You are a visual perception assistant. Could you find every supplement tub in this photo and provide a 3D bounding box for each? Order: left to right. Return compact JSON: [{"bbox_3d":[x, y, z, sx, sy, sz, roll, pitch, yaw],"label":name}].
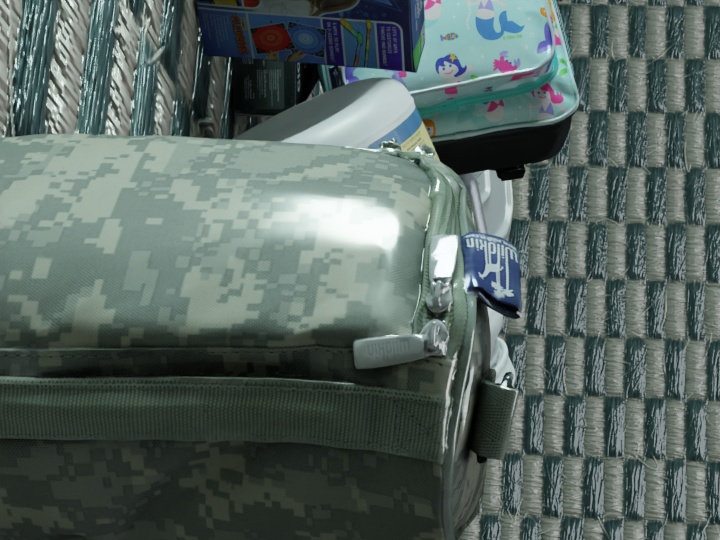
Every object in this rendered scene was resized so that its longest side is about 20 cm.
[{"bbox_3d":[0.000,0.000,0.897,0.145,0.144,0.201,-70,136,-71],"label":"supplement tub"}]

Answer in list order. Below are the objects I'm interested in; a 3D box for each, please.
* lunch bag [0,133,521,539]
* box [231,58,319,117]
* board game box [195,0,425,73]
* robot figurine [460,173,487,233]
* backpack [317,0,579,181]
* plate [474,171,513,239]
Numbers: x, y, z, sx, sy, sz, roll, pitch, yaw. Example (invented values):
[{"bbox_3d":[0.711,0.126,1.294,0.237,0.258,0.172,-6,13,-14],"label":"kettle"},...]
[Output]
[{"bbox_3d":[-0.051,0.028,0.460,0.168,0.198,0.140,-53,143,-81],"label":"lunch bag"},{"bbox_3d":[-0.057,-0.222,1.028,0.159,0.046,0.201,-73,164,-70],"label":"box"},{"bbox_3d":[-0.034,-0.205,0.835,0.201,0.134,0.035,86,15,-46],"label":"board game box"},{"bbox_3d":[0.030,-0.017,1.111,0.169,0.113,0.201,-27,109,-35],"label":"robot figurine"},{"bbox_3d":[0.051,-0.173,1.006,0.151,0.176,0.201,76,5,-69],"label":"backpack"},{"bbox_3d":[0.085,-0.078,1.244,0.200,0.032,0.201,-44,132,-54],"label":"plate"}]
